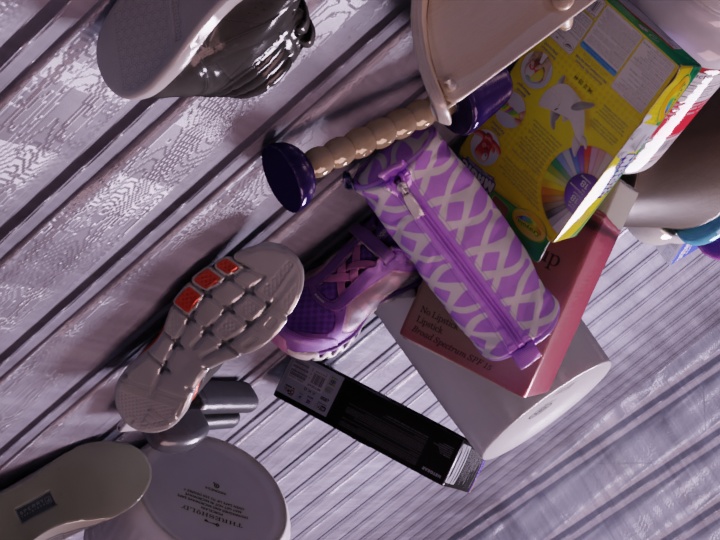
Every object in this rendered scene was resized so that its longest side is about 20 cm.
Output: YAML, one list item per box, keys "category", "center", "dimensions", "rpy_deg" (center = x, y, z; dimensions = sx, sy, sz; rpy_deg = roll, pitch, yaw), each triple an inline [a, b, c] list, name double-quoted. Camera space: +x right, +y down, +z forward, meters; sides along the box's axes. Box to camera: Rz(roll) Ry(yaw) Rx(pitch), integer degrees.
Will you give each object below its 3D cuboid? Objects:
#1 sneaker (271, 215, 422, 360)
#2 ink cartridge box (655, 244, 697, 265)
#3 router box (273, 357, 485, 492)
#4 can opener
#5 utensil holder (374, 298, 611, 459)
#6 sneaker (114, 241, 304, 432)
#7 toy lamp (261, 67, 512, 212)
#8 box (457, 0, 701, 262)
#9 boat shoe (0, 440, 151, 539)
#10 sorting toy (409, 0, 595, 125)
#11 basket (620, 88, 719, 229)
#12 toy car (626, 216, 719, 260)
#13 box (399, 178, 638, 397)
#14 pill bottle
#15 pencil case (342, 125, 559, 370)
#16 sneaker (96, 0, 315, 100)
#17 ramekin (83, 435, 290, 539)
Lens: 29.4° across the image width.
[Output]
- category: "sneaker"
  center: [0.000, 0.000, 1.183]
  dimensions: [0.199, 0.081, 0.089]
  rpy_deg: [-32, 158, -32]
- category: "ink cartridge box"
  center: [0.473, -0.084, 1.883]
  dimensions: [0.093, 0.044, 0.200]
  rpy_deg: [-29, 161, -15]
- category: "router box"
  center: [0.025, 0.158, 1.414]
  dimensions: [0.053, 0.198, 0.157]
  rpy_deg: [-63, 161, -3]
- category: "can opener"
  center: [-0.149, 0.139, 1.256]
  dimensions: [0.053, 0.067, 0.200]
  rpy_deg: [-40, 162, 16]
- category: "utensil holder"
  center: [0.124, 0.059, 1.345]
  dimensions: [0.169, 0.201, 0.170]
  rpy_deg: [-31, 163, -11]
- category: "sneaker"
  center: [-0.121, 0.042, 1.102]
  dimensions: [0.200, 0.077, 0.082]
  rpy_deg: [-41, -172, 18]
- category: "toy lamp"
  center: [0.026, -0.103, 0.993]
  dimensions: [0.199, 0.058, 0.058]
  rpy_deg: [-29, 161, -24]
- category: "box"
  center: [0.162, -0.115, 1.077]
  dimensions: [0.048, 0.118, 0.201]
  rpy_deg: [-10, 142, -52]
- category: "boat shoe"
  center: [-0.279, 0.208, 1.210]
  dimensions: [0.199, 0.071, 0.071]
  rpy_deg: [-21, 174, -40]
- category: "sorting toy"
  center: [0.105, -0.179, 0.900]
  dimensions: [0.199, 0.107, 0.180]
  rpy_deg: [-36, 169, -1]
- category: "basket"
  center: [0.271, -0.108, 1.325]
  dimensions: [0.199, 0.137, 0.181]
  rpy_deg: [-11, 148, -46]
- category: "toy car"
  center: [0.421, -0.079, 1.628]
  dimensions: [0.175, 0.151, 0.199]
  rpy_deg: [-44, 161, 25]
- category: "box"
  center: [0.139, -0.008, 1.195]
  dimensions: [0.202, 0.127, 0.109]
  rpy_deg: [-67, 162, 6]
- category: "pill bottle"
  center: [0.245, -0.181, 1.113]
  dimensions: [0.112, 0.113, 0.201]
  rpy_deg: [-21, 157, -37]
- category: "pencil case"
  center: [0.077, -0.021, 1.075]
  dimensions: [0.084, 0.200, 0.086]
  rpy_deg: [-38, -162, 7]
- category: "sneaker"
  center: [-0.043, -0.160, 0.714]
  dimensions: [0.199, 0.071, 0.099]
  rpy_deg: [-38, 165, 26]
- category: "ramekin"
  center: [-0.158, 0.246, 1.319]
  dimensions: [0.201, 0.202, 0.095]
  rpy_deg: [-14, 142, -48]
